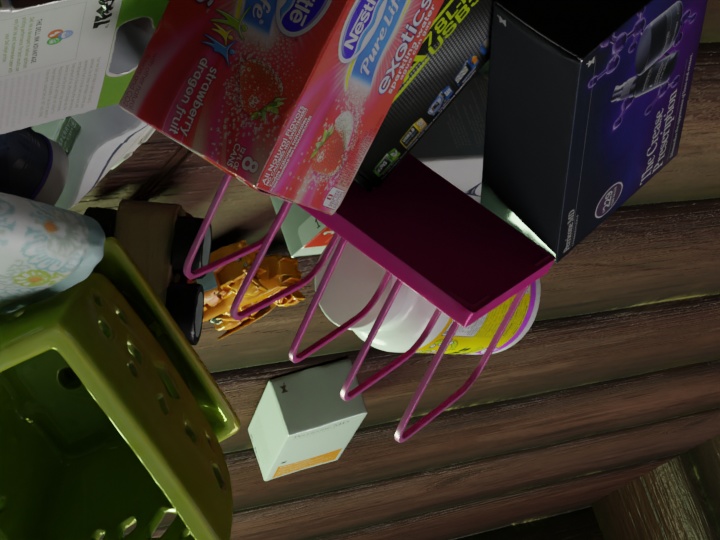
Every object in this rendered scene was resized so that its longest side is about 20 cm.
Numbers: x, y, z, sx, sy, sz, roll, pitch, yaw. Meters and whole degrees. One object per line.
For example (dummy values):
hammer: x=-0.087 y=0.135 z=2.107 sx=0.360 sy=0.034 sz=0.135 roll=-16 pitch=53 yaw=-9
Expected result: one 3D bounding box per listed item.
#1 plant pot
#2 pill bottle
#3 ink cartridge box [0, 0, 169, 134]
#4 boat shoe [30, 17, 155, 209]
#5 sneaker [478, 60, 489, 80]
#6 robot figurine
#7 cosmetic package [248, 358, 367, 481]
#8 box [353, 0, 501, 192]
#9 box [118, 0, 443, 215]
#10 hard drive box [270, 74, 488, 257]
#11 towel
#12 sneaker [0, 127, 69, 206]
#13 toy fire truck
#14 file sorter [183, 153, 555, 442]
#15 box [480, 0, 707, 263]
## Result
plant pot: x=-0.203 y=0.107 z=1.210 sx=0.198 sy=0.201 sz=0.182 roll=-26 pitch=-158 yaw=19
pill bottle: x=0.051 y=0.012 z=1.393 sx=0.104 sy=0.105 sz=0.199 roll=-30 pitch=160 yaw=30
ink cartridge box: x=-0.201 y=-0.135 z=0.966 sx=0.198 sy=0.076 sz=0.148 roll=-15 pitch=163 yaw=-20
boat shoe: x=-0.153 y=-0.110 z=1.135 sx=0.070 sy=0.071 sz=0.200 roll=-42 pitch=175 yaw=-38
sneaker: x=0.137 y=-0.142 z=1.316 sx=0.074 sy=0.082 sz=0.199 roll=-30 pitch=161 yaw=28
robot figurine: x=-0.155 y=0.037 z=1.581 sx=0.199 sy=0.059 sz=0.145 roll=-27 pitch=161 yaw=21
cosmetic package: x=-0.064 y=0.177 z=2.101 sx=0.101 sy=0.072 sz=0.200 roll=-15 pitch=162 yaw=-16
box: x=0.032 y=-0.154 z=1.087 sx=0.200 sy=0.047 sz=0.193 roll=-49 pitch=163 yaw=1
box: x=-0.025 y=-0.143 z=0.931 sx=0.201 sy=0.099 sz=0.095 roll=-62 pitch=155 yaw=5
hard drive box: x=0.050 y=-0.084 z=1.407 sx=0.199 sy=0.077 sz=0.156 roll=-6 pitch=158 yaw=-38
towel: x=-0.278 y=-0.002 z=1.076 sx=0.199 sy=0.049 sz=0.170 roll=-24 pitch=158 yaw=37
sneaker: x=-0.293 y=-0.066 z=1.106 sx=0.199 sy=0.081 sz=0.146 roll=-15 pitch=150 yaw=36
toy fire truck: x=-0.178 y=0.046 z=1.415 sx=0.127 sy=0.178 sz=0.200 roll=5 pitch=172 yaw=4
file sorter: x=0.000 y=0.000 z=1.217 sx=0.139 sy=0.199 sz=0.126 roll=-28 pitch=150 yaw=-57
box: x=0.155 y=-0.124 z=1.196 sx=0.141 sy=0.079 sz=0.201 roll=-37 pitch=150 yaw=-24
